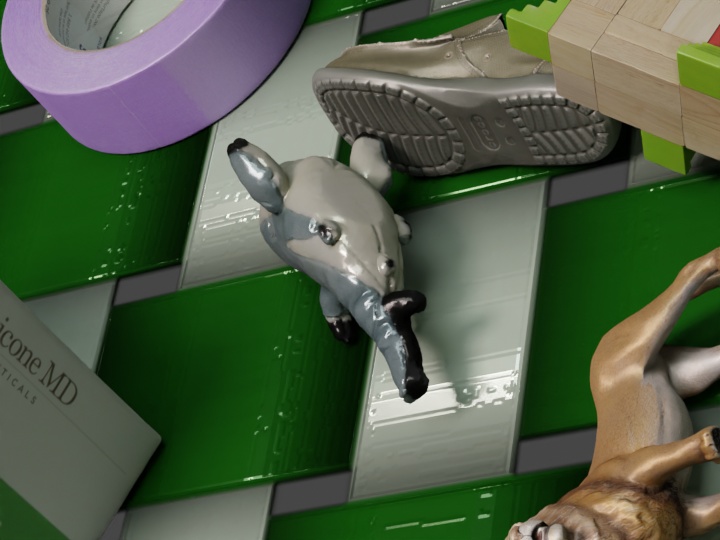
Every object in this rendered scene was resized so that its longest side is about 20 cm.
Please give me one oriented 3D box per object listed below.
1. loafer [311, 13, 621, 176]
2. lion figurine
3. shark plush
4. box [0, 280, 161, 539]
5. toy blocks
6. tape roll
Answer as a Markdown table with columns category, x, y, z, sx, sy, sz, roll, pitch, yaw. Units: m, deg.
| category | x | y | z | sx | sy | sz | roll | pitch | yaw |
| --- | --- | --- | --- | --- | --- | --- | --- | --- | --- |
| loafer | 0.064 | -0.099 | 1.337 | 0.199 | 0.075 | 0.070 | 6 | 49 | 34 |
| lion figurine | 0.133 | 0.077 | 1.143 | 0.122 | 0.073 | 0.200 | -25 | 29 | 36 |
| shark plush | 0.000 | 0.000 | 1.307 | 0.091 | 0.084 | 0.200 | -13 | 41 | -35 |
| box | -0.261 | 0.089 | 1.319 | 0.199 | 0.199 | 0.172 | 14 | 65 | 41 |
| toy blocks | 0.195 | -0.126 | 1.224 | 0.199 | 0.100 | 0.137 | 24 | 63 | 25 |
| tape roll | -0.129 | -0.173 | 1.539 | 0.199 | 0.066 | 0.201 | -20 | 46 | 22 |
